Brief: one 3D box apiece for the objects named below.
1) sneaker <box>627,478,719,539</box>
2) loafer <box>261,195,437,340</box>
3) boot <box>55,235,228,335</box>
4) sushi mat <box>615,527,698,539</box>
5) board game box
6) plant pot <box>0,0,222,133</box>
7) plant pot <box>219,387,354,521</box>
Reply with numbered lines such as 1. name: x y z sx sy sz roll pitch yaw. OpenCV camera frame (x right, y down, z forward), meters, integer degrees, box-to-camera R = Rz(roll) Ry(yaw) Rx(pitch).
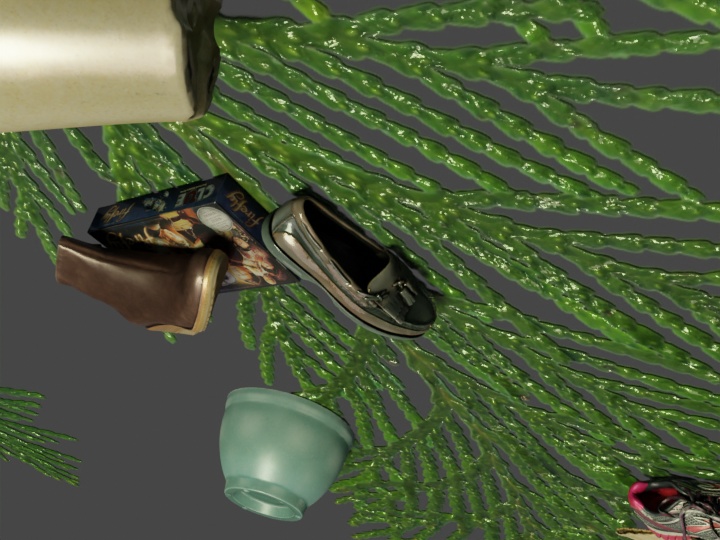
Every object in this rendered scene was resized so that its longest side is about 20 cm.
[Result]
1. sneaker: 0.418 0.292 1.111 0.198 0.081 0.075 -14 136 44
2. loafer: 0.000 0.000 0.871 0.199 0.073 0.063 33 142 -20
3. boot: -0.226 0.007 0.927 0.164 0.073 0.200 22 154 -11
4. sushi mat: 0.426 0.374 1.265 0.095 0.012 0.199 -2 158 34
5. board game box: -0.168 -0.027 0.949 0.198 0.035 0.135 -8 141 38
6. plant pot: -0.187 -0.170 0.593 0.180 0.203 0.201 4 150 1
7. plant pot: -0.120 0.276 1.327 0.197 0.136 0.201 13 150 7
